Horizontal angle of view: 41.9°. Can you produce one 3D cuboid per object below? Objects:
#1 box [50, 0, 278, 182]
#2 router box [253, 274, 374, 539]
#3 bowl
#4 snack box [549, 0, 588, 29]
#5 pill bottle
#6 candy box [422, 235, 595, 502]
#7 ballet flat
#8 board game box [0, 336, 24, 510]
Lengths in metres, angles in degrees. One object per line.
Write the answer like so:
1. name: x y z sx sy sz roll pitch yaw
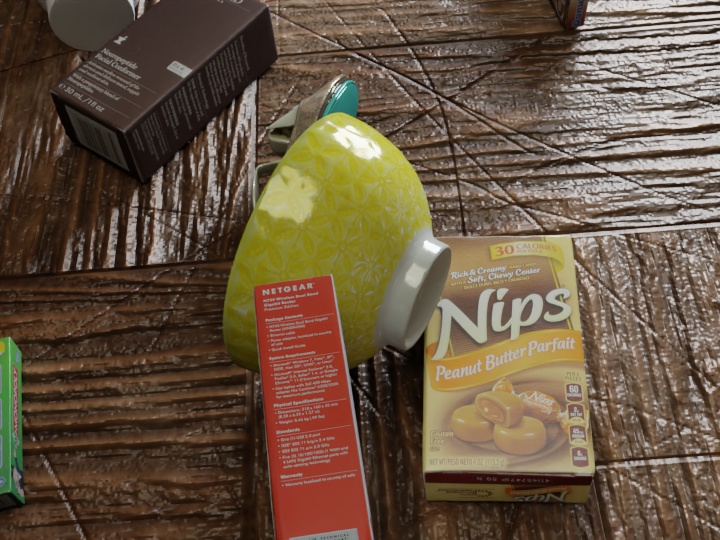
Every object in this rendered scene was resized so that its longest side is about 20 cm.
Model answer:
1. box: -0.180 -0.186 0.889 0.100 0.075 0.200 29 60 22
2. router box: -0.021 0.134 0.575 0.049 0.200 0.180 -9 53 -2
3. bowl: 0.000 0.000 0.669 0.107 0.200 0.200 24 60 16
4. snack box: 0.193 -0.341 0.968 0.024 0.072 0.200 -11 55 -5
5. pill bottle: -0.283 -0.323 0.967 0.112 0.112 0.200 -15 55 -6
6. candy box: 0.105 0.068 0.698 0.115 0.055 0.200 0 55 5
7. ballet flat: -0.056 -0.098 0.823 0.067 0.068 0.200 5 54 16
8. board game box: -0.357 0.133 0.704 0.199 0.029 0.135 -13 56 -5
